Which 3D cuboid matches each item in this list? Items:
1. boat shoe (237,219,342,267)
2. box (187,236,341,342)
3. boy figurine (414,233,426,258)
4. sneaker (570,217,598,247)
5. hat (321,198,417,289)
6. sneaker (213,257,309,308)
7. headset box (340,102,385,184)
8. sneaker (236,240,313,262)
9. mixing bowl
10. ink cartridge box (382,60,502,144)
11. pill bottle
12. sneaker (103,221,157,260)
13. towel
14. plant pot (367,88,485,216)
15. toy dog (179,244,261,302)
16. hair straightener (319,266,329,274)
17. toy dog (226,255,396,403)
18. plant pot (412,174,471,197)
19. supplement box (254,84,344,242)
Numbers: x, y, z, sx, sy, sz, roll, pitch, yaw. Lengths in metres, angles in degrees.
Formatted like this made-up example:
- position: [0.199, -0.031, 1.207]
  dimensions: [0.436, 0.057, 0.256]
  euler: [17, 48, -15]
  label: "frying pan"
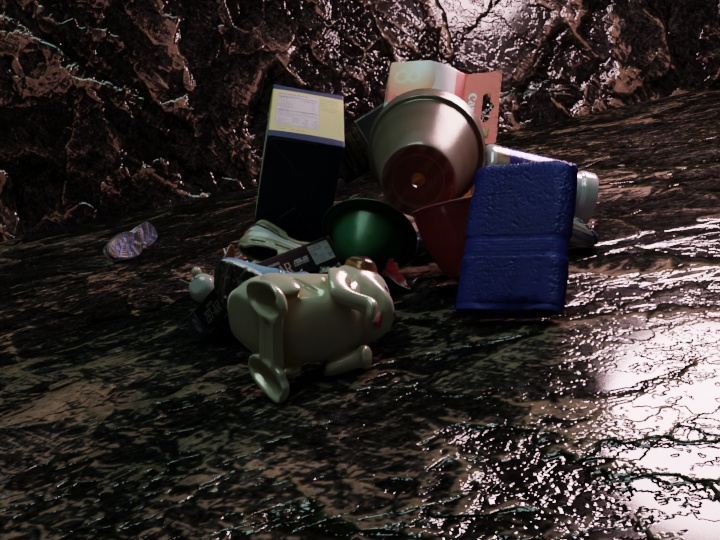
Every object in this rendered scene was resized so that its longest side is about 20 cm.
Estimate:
- position: [-0.117, -0.013, 1.498]
  dimensions: [0.198, 0.076, 0.068]
  euler: [26, 47, 24]
  label: "boat shoe"
- position: [-0.145, 0.028, 1.348]
  dimensions: [0.198, 0.044, 0.160]
  euler: [-23, -11, -39]
  label: "box"
- position: [0.178, -0.071, 1.573]
  dimensions: [0.197, 0.065, 0.124]
  euler: [-15, 2, -3]
  label: "boy figurine"
- position: [0.278, -0.058, 1.421]
  dimensions: [0.197, 0.088, 0.077]
  euler: [17, 0, 24]
  label: "sneaker"
- position: [0.000, 0.000, 1.416]
  dimensions: [0.163, 0.201, 0.178]
  euler: [13, 52, 2]
  label: "hat"
- position: [-0.106, 0.034, 1.216]
  dimensions: [0.197, 0.079, 0.090]
  euler: [23, 27, 2]
  label: "sneaker"
- position: [0.048, -0.262, 1.688]
  dimensions: [0.173, 0.094, 0.200]
  euler: [-34, 6, -19]
  label: "headset box"
- position: [-0.120, 0.005, 1.575]
  dimensions: [0.197, 0.078, 0.082]
  euler: [-9, 43, -19]
  label: "sneaker"
- position: [0.178, -0.045, 1.299]
  dimensions: [0.197, 0.110, 0.200]
  euler: [-9, -4, -1]
  label: "mixing bowl"
- position: [0.138, -0.289, 1.541]
  dimensions: [0.197, 0.164, 0.050]
  euler: [-1, -29, 20]
  label: "ink cartridge box"
- position: [0.296, -0.139, 1.522]
  dimensions: [0.197, 0.118, 0.116]
  euler: [11, 11, -6]
  label: "pill bottle"
- position: [-0.613, -0.062, 2.352]
  dimensions: [0.077, 0.076, 0.200]
  euler: [-31, 3, 27]
  label: "sneaker"
- position: [0.201, -0.037, 1.134]
  dimensions: [0.146, 0.203, 0.049]
  euler: [0, -18, 33]
  label: "towel"
- position: [0.098, -0.172, 1.428]
  dimensions: [0.197, 0.203, 0.174]
  euler: [-9, 23, 14]
  label: "plant pot"
- position: [-0.221, 0.002, 1.423]
  dimensions: [0.131, 0.097, 0.200]
  euler: [-29, -9, -8]
  label: "toy dog"
- position: [-0.065, 0.032, 1.321]
  dimensions: [0.040, 0.078, 0.199]
  euler: [10, 23, 36]
  label: "hair straightener"
- position: [-0.048, 0.058, 1.082]
  dimensions: [0.198, 0.142, 0.193]
  euler: [-11, 13, -32]
  label: "toy dog"
- position: [0.172, -0.174, 1.690]
  dimensions: [0.198, 0.185, 0.200]
  euler: [-31, 5, 3]
  label: "plant pot"
- position: [-0.110, -0.192, 1.598]
  dimensions: [0.132, 0.202, 0.201]
  euler: [8, 35, -8]
  label: "supplement box"
